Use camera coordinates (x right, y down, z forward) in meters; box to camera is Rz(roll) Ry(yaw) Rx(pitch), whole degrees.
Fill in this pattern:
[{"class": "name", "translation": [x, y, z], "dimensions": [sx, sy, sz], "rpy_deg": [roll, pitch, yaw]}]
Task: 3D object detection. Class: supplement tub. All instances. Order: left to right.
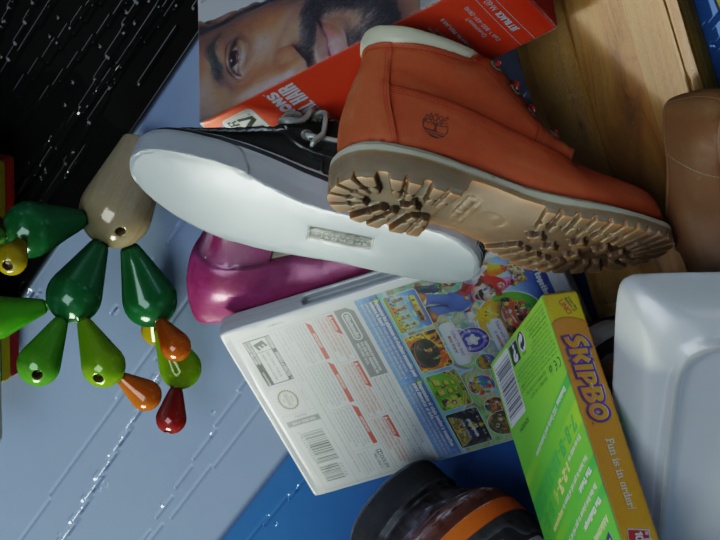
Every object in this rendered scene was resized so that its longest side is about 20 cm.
[{"class": "supplement tub", "translation": [0.085, 0.199, 1.249], "dimensions": [0.200, 0.107, 0.107], "rpy_deg": [41, 117, 25]}]

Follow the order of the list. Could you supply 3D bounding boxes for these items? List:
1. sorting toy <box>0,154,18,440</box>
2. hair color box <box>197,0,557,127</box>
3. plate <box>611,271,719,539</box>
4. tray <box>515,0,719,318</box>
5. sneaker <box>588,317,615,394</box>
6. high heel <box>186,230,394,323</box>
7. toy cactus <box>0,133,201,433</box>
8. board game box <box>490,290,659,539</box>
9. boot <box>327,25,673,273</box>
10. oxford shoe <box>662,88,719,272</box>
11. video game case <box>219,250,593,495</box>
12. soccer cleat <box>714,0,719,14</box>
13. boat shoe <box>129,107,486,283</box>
[{"class": "sorting toy", "translation": [-0.313, 0.000, 1.404], "dimensions": [0.198, 0.070, 0.201], "rpy_deg": [8, 109, 20]}, {"class": "hair color box", "translation": [0.005, -0.148, 1.206], "dimensions": [0.200, 0.111, 0.064], "rpy_deg": [-26, 139, 26]}, {"class": "plate", "translation": [0.231, 0.090, 1.152], "dimensions": [0.199, 0.032, 0.201], "rpy_deg": [-2, 123, -4]}, {"class": "tray", "translation": [0.153, -0.081, 1.214], "dimensions": [0.098, 0.037, 0.201], "rpy_deg": [-14, 101, 25]}, {"class": "sneaker", "translation": [0.169, 0.127, 1.225], "dimensions": [0.079, 0.074, 0.201], "rpy_deg": [21, 134, 60]}, {"class": "high heel", "translation": [0.000, 0.000, 1.261], "dimensions": [0.199, 0.067, 0.096], "rpy_deg": [2, 130, -15]}, {"class": "toy cactus", "translation": [-0.165, -0.002, 1.322], "dimensions": [0.200, 0.102, 0.166], "rpy_deg": [30, 74, -21]}, {"class": "board game box", "translation": [0.120, 0.121, 1.160], "dimensions": [0.096, 0.030, 0.201], "rpy_deg": [119, 141, -61]}, {"class": "boot", "translation": [0.081, -0.064, 1.141], "dimensions": [0.199, 0.108, 0.075], "rpy_deg": [17, 151, -24]}, {"class": "oxford shoe", "translation": [0.203, -0.006, 1.172], "dimensions": [0.071, 0.071, 0.201], "rpy_deg": [9, 117, 43]}, {"class": "video game case", "translation": [0.037, 0.054, 1.256], "dimensions": [0.199, 0.018, 0.143], "rpy_deg": [-17, 127, 15]}, {"class": "soccer cleat", "translation": [0.233, -0.125, 1.166], "dimensions": [0.084, 0.065, 0.201], "rpy_deg": [4, 114, 52]}, {"class": "boat shoe", "translation": [-0.024, -0.053, 1.181], "dimensions": [0.198, 0.068, 0.074], "rpy_deg": [12, 148, 2]}]
